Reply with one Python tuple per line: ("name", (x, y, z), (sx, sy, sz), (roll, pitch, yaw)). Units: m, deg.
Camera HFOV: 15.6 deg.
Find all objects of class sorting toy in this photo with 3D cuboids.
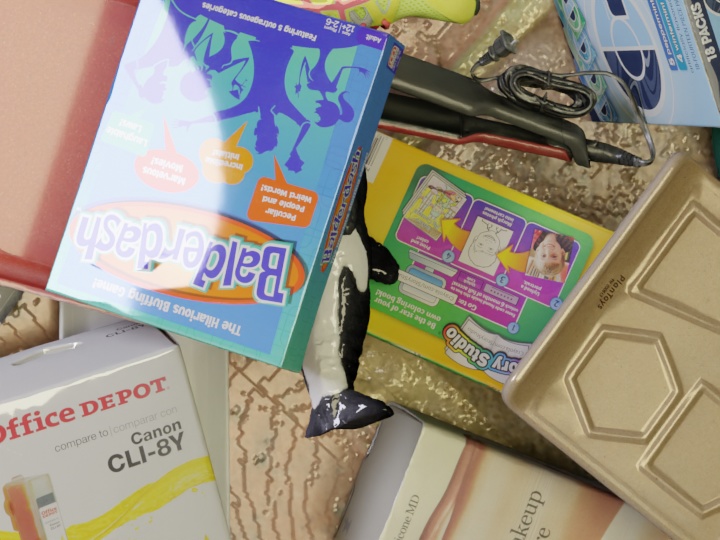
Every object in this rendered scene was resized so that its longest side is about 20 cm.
("sorting toy", (0.202, 0.057, 1.577), (0.200, 0.036, 0.185), (39, 82, -19))

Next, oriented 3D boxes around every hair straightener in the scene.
("hair straightener", (0.088, -0.104, 1.607), (0.200, 0.041, 0.077), (16, 128, -5))

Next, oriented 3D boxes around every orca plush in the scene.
("orca plush", (0.000, 0.000, 1.567), (0.071, 0.105, 0.200), (4, 55, -28))

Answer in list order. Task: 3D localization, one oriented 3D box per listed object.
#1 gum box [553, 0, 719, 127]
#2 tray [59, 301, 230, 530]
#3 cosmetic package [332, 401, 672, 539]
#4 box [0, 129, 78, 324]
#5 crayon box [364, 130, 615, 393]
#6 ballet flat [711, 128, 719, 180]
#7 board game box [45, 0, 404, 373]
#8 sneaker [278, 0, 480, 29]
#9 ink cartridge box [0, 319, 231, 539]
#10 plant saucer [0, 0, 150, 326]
("gum box", (0.171, -0.175, 1.611), (0.045, 0.200, 0.170), (-22, 100, -15))
("tray", (-0.135, 0.088, 1.642), (0.107, 0.022, 0.200), (-1, 95, -14))
("cosmetic package", (0.098, 0.169, 1.678), (0.200, 0.087, 0.104), (21, 90, -16))
("box", (-0.288, -0.038, 1.576), (0.200, 0.049, 0.161), (36, 87, -15))
("crayon box", (0.051, -0.003, 1.627), (0.200, 0.058, 0.119), (24, 88, 9))
("ballet flat", (0.280, -0.027, 1.729), (0.068, 0.068, 0.200), (-22, 111, -22))
("board game box", (-0.078, -0.059, 1.514), (0.152, 0.045, 0.200), (17, 89, 14))
("sneaker", (-0.026, -0.162, 1.627), (0.200, 0.078, 0.090), (7, 93, -5))
("ink cartridge box", (-0.160, 0.147, 1.576), (0.145, 0.083, 0.200), (-18, 105, -15))
("plant saucer", (-0.182, -0.087, 1.559), (0.200, 0.037, 0.200), (16, 89, -15))
